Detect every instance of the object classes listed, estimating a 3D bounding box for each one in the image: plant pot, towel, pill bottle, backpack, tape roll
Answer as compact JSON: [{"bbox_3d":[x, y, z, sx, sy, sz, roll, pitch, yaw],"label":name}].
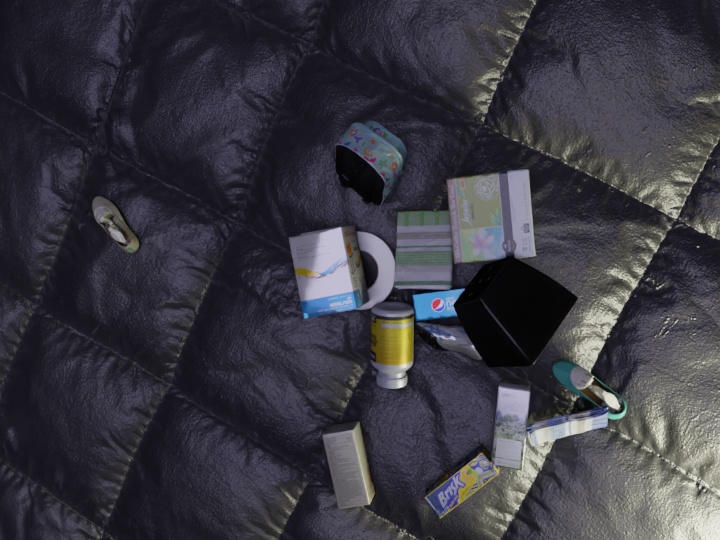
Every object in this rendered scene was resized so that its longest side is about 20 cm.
[{"bbox_3d":[0.334,0.085,1.476,0.177,0.200,0.200,43,72,-8],"label":"plant pot"},{"bbox_3d":[0.160,-0.051,1.624,0.146,0.031,0.204,1,76,12],"label":"towel"},{"bbox_3d":[0.494,0.376,1.545,0.196,0.147,0.024,-17,58,10],"label":"towel"},{"bbox_3d":[0.080,0.189,1.637,0.110,0.112,0.204,3,101,13],"label":"pill bottle"},{"bbox_3d":[0.024,-0.270,1.576,0.177,0.200,0.151,38,82,9],"label":"backpack"},{"bbox_3d":[0.000,0.000,1.685,0.198,0.037,0.207,1,94,13],"label":"tape roll"}]

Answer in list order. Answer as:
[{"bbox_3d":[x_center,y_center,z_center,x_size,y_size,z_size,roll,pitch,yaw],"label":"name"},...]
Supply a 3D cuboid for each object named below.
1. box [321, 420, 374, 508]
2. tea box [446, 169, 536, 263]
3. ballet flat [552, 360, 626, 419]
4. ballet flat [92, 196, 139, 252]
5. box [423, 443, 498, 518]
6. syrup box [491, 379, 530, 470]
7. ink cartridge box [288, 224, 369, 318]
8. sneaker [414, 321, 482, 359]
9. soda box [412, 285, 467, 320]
[{"bbox_3d":[-0.031,0.513,1.711,0.093,0.078,0.204,-11,92,14],"label":"box"},{"bbox_3d":[0.313,-0.128,1.549,0.193,0.133,0.205,-6,93,14],"label":"tea box"},{"bbox_3d":[0.557,0.280,1.553,0.199,0.071,0.068,38,72,7],"label":"ballet flat"},{"bbox_3d":[-0.703,-0.133,1.827,0.069,0.069,0.200,-45,84,13],"label":"ballet flat"},{"bbox_3d":[0.258,0.539,1.652,0.200,0.064,0.070,-42,84,14],"label":"box"},{"bbox_3d":[0.373,0.380,1.602,0.077,0.081,0.205,5,95,15],"label":"syrup box"},{"bbox_3d":[-0.075,-0.001,1.608,0.142,0.147,0.204,-11,92,14],"label":"ink cartridge box"},{"bbox_3d":[0.231,0.166,1.635,0.197,0.072,0.073,17,60,19],"label":"sneaker"},{"bbox_3d":[0.234,0.078,1.620,0.196,0.064,0.069,-8,93,13],"label":"soda box"}]
